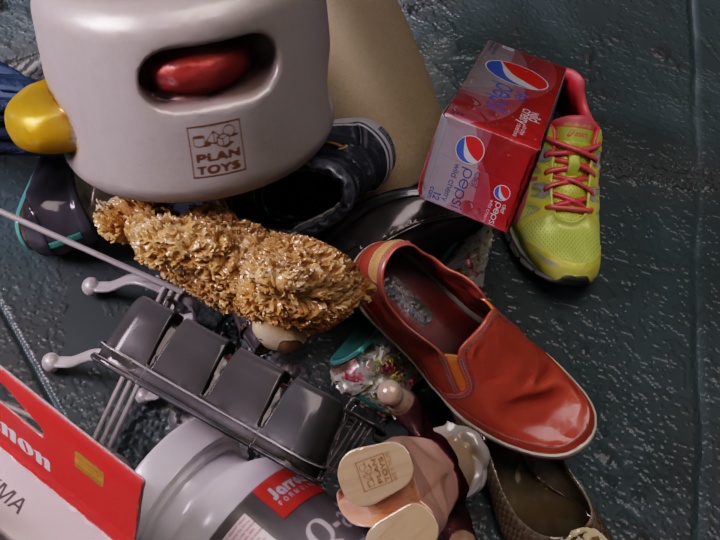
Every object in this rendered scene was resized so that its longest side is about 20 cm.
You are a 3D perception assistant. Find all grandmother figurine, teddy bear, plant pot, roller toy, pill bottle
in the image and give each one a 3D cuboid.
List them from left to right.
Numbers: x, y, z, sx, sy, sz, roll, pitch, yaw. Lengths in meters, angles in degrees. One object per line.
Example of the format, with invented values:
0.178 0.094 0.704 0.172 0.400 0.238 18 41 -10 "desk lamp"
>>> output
-0.110 -0.130 0.786 0.181 0.141 0.200 13 36 27 "roller toy"
-0.087 0.002 0.786 0.198 0.145 0.067 23 76 20 "teddy bear"
-0.046 0.183 0.722 0.199 0.116 0.116 36 53 17 "pill bottle"
-0.021 -0.131 0.948 0.186 0.187 0.201 -30 79 -31 "plant pot"
0.038 0.125 0.757 0.060 0.200 0.123 -16 82 14 "grandmother figurine"

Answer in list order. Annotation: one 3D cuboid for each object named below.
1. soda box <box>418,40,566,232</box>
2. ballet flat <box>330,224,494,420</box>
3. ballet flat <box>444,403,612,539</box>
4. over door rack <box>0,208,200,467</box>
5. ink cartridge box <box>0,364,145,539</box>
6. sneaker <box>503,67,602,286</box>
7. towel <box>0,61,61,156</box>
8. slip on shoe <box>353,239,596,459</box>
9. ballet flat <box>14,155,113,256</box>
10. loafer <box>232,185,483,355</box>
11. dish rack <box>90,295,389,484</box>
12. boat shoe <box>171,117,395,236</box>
0.098 -0.101 0.880 0.069 0.064 0.200 21 28 5 "soda box"
0.048 0.030 0.907 0.064 0.075 0.200 50 57 -13 "ballet flat"
0.114 0.134 0.845 0.067 0.047 0.201 -15 58 -22 "ballet flat"
-0.219 0.036 0.815 0.199 0.067 0.149 32 50 -15 "over door rack"
-0.210 0.115 0.697 0.199 0.177 0.045 35 55 14 "ink cartridge box"
0.159 -0.080 0.992 0.077 0.091 0.202 5 54 -12 "sneaker"
-0.282 -0.127 0.881 0.111 0.049 0.199 -3 20 -39 "towel"
0.076 0.053 0.815 0.200 0.061 0.074 42 73 -3 "slip on shoe"
-0.204 -0.099 0.929 0.072 0.073 0.202 9 56 -7 "ballet flat"
0.000 0.000 0.878 0.198 0.073 0.073 -22 62 9 "loafer"
-0.062 0.078 0.769 0.152 0.200 0.055 28 84 16 "dish rack"
-0.078 -0.058 0.865 0.198 0.072 0.091 -12 18 27 "boat shoe"
